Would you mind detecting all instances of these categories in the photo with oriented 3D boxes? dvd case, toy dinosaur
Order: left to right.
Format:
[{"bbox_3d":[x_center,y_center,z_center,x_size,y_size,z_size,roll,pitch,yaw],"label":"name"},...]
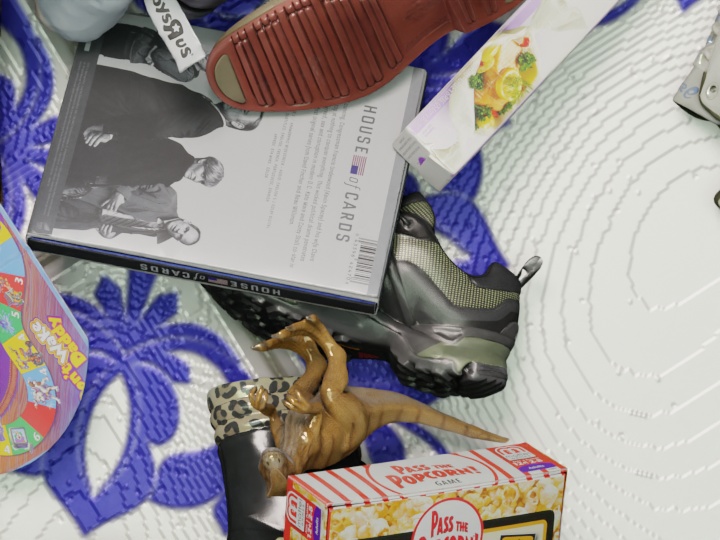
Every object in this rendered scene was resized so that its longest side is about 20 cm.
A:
[{"bbox_3d":[-0.073,-0.063,1.528,0.198,0.025,0.151,11,65,3],"label":"dvd case"},{"bbox_3d":[-0.012,0.078,1.507,0.060,0.200,0.107,-27,85,37],"label":"toy dinosaur"}]

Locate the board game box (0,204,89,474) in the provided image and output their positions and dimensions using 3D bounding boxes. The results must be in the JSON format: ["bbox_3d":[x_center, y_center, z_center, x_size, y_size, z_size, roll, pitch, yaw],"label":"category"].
[{"bbox_3d":[-0.245,0.029,1.523,0.158,0.039,0.201,-30,94,33],"label":"board game box"}]

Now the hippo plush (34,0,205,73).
[{"bbox_3d":[-0.191,-0.178,1.458,0.160,0.160,0.201,-11,61,-30],"label":"hippo plush"}]

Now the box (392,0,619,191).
[{"bbox_3d":[0.098,-0.129,1.528,0.039,0.041,0.200,44,73,-1],"label":"box"}]

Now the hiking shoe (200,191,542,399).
[{"bbox_3d":[0.000,0.000,1.556,0.199,0.076,0.101,21,72,0],"label":"hiking shoe"}]

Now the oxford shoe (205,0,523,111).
[{"bbox_3d":[0.003,-0.150,1.535,0.199,0.075,0.071,-22,125,-6],"label":"oxford shoe"}]

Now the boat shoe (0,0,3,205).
[{"bbox_3d":[-0.238,-0.082,1.542,0.070,0.070,0.202,0,94,-1],"label":"boat shoe"}]

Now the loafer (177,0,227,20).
[{"bbox_3d":[-0.082,-0.241,1.517,0.072,0.063,0.202,8,76,-40],"label":"loafer"}]

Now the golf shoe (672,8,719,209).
[{"bbox_3d":[0.219,-0.125,1.543,0.097,0.078,0.201,-14,92,6],"label":"golf shoe"}]

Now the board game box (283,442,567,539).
[{"bbox_3d":[0.030,0.201,1.461,0.151,0.046,0.202,-5,109,-30],"label":"board game box"}]

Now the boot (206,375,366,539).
[{"bbox_3d":[0.007,0.137,1.547,0.202,0.073,0.155,2,67,-27],"label":"boot"}]
